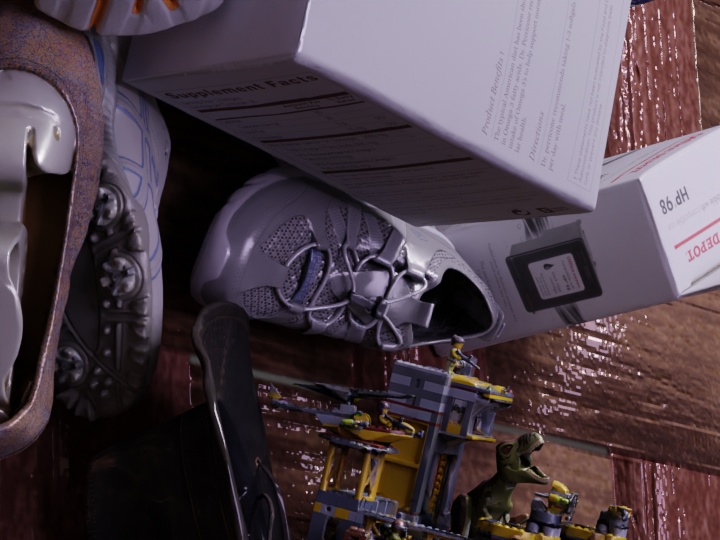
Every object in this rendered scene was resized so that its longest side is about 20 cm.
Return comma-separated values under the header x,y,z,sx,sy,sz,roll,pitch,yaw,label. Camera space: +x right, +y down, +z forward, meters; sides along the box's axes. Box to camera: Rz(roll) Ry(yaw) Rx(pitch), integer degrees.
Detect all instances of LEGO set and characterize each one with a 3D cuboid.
x,y,z,sx,sy,sz,roll,pitch,yaw,label
0.056,0.093,1.218,0.200,0.153,0.117,15,88,-62,LEGO set

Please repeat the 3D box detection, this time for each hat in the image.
x,y,z,sx,sy,sz,roll,pitch,yaw,label
-0.075,0.116,1.121,0.201,0.080,0.202,-10,90,-84,hat

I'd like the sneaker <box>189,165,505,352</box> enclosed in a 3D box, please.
x,y,z,sx,sy,sz,roll,pitch,yaw,label
0.000,0.000,1.247,0.199,0.082,0.075,2,115,-51,sneaker

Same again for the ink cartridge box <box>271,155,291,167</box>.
x,y,z,sx,sy,sz,roll,pitch,yaw,label
-0.023,-0.161,1.285,0.201,0.084,0.146,56,42,-26,ink cartridge box

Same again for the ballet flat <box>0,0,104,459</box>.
x,y,z,sx,sy,sz,roll,pitch,yaw,label
-0.144,-0.021,1.067,0.067,0.067,0.202,76,16,-87,ballet flat

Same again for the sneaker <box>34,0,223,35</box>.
x,y,z,sx,sy,sz,roll,pitch,yaw,label
-0.142,-0.165,1.081,0.199,0.079,0.077,22,36,2,sneaker

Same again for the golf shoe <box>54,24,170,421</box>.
x,y,z,sx,sy,sz,roll,pitch,yaw,label
-0.109,-0.035,1.150,0.097,0.078,0.202,0,80,-57,golf shoe

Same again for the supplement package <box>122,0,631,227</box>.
x,y,z,sx,sy,sz,roll,pitch,yaw,label
0.011,-0.108,1.161,0.199,0.117,0.118,25,70,-41,supplement package

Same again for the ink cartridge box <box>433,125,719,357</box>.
x,y,z,sx,sy,sz,roll,pitch,yaw,label
0.135,-0.021,1.347,0.116,0.199,0.067,-29,100,-51,ink cartridge box

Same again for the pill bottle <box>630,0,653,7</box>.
x,y,z,sx,sy,sz,roll,pitch,yaw,label
0.122,-0.193,1.385,0.111,0.199,0.112,20,63,-47,pill bottle
